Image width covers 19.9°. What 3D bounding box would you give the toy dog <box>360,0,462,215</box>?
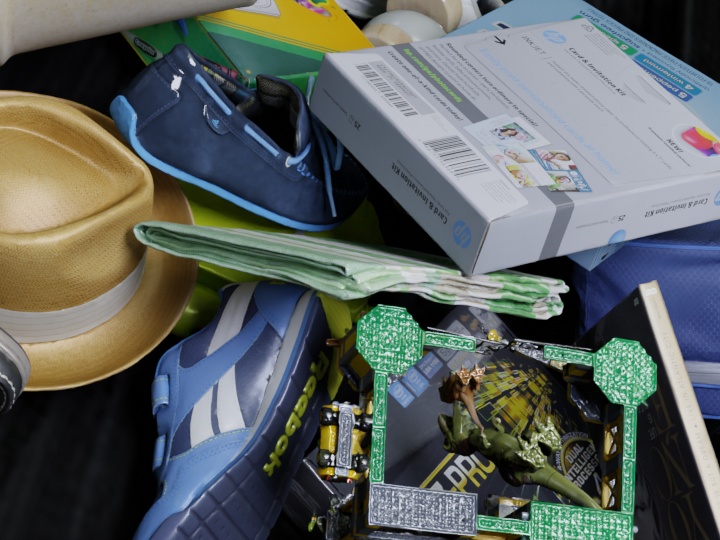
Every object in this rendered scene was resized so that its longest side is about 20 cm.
[{"bbox_3d":[0.045,-0.090,1.339,0.131,0.096,0.201,-18,85,-47],"label":"toy dog"}]

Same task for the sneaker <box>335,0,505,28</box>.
[{"bbox_3d":[0.041,-0.198,1.400,0.199,0.087,0.075,37,45,-7],"label":"sneaker"}]

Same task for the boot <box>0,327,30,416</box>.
[{"bbox_3d":[-0.266,0.067,0.973,0.199,0.073,0.151,23,46,-15],"label":"boot"}]

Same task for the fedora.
[{"bbox_3d":[-0.175,-0.033,1.087,0.199,0.082,0.202,10,59,-17],"label":"fedora"}]

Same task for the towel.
[{"bbox_3d":[0.000,0.000,1.098,0.199,0.152,0.024,4,97,-52],"label":"towel"}]

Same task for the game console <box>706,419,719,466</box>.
[{"bbox_3d":[0.312,0.105,1.293,0.175,0.200,0.117,12,53,-31],"label":"game console"}]

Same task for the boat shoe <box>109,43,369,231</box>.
[{"bbox_3d":[-0.050,-0.072,1.149,0.084,0.069,0.200,49,18,27],"label":"boat shoe"}]

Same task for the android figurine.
[{"bbox_3d":[-0.066,-0.025,1.219,0.199,0.041,0.183,24,46,-18],"label":"android figurine"}]

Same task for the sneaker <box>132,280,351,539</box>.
[{"bbox_3d":[-0.078,0.089,1.101,0.082,0.074,0.201,15,59,26],"label":"sneaker"}]

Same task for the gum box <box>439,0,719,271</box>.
[{"bbox_3d":[0.127,-0.094,1.254,0.169,0.045,0.200,35,37,19],"label":"gum box"}]

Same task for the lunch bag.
[{"bbox_3d":[0.206,0.020,1.288,0.135,0.133,0.200,5,22,19],"label":"lunch bag"}]

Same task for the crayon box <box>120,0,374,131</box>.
[{"bbox_3d":[-0.090,-0.167,1.266,0.118,0.058,0.200,-12,54,-44],"label":"crayon box"}]

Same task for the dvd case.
[{"bbox_3d":[0.168,0.121,1.147,0.016,0.149,0.202,-14,77,-15],"label":"dvd case"}]

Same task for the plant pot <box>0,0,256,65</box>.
[{"bbox_3d":[-0.149,-0.208,1.134,0.182,0.201,0.202,-5,58,-9],"label":"plant pot"}]

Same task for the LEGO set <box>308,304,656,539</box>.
[{"bbox_3d":[0.058,0.103,1.093,0.198,0.116,0.155,1,72,-17],"label":"LEGO set"}]

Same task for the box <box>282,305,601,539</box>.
[{"bbox_3d":[0.062,0.126,1.197,0.161,0.049,0.200,46,44,3],"label":"box"}]

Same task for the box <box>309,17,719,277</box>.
[{"bbox_3d":[0.095,-0.074,1.140,0.199,0.041,0.156,-14,47,-36],"label":"box"}]
